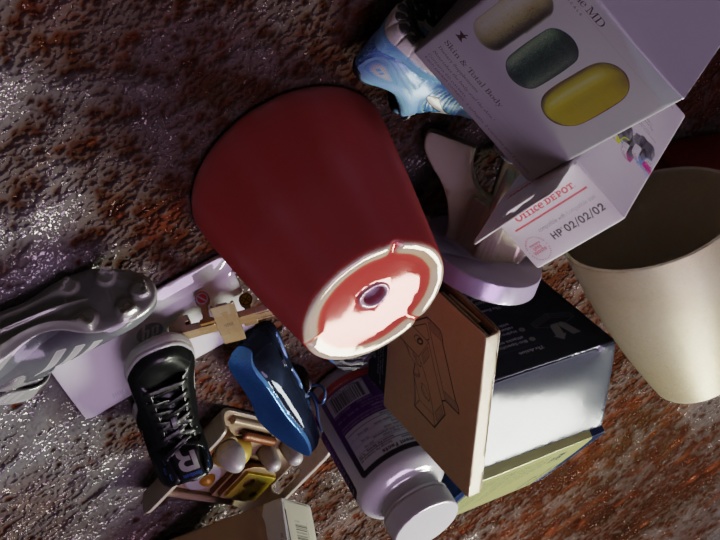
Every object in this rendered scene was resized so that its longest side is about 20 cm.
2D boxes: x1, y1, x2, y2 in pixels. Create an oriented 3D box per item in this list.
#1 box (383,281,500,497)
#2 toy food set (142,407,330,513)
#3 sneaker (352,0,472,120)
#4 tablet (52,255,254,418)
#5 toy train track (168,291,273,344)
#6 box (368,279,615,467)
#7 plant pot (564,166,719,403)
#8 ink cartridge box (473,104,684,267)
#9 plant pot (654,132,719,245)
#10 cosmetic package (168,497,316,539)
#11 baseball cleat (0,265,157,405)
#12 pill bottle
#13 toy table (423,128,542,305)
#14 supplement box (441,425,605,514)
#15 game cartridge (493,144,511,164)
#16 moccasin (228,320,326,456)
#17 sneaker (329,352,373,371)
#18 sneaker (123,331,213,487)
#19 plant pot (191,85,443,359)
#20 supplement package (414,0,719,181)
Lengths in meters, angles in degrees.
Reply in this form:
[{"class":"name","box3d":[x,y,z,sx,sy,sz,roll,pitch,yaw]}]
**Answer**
[{"class":"box","box3d":[0.076,0.098,1.286,0.021,0.163,0.202,-17,129,-26]},{"class":"toy food set","box3d":[-0.139,0.237,1.497,0.144,0.061,0.199,-46,144,17]},{"class":"sneaker","box3d":[0.066,-0.176,1.177,0.089,0.079,0.199,-31,148,30]},{"class":"tablet","box3d":[-0.203,0.068,1.279,0.198,0.014,0.131,-30,146,-8]},{"class":"toy train track","box3d":[-0.091,0.027,1.265,0.197,0.033,0.115,-14,161,-4]},{"class":"box","box3d":[0.137,0.097,1.416,0.194,0.200,0.119,-14,125,-25]},{"class":"plant pot","box3d":[0.321,0.029,1.332,0.185,0.187,0.202,-28,118,-9]},{"class":"ink cartridge box","box3d":[0.191,-0.080,1.132,0.115,0.068,0.200,-35,-167,50]},{"class":"plant pot","box3d":[0.403,-0.046,1.508,0.198,0.177,0.201,-13,141,-29]},{"class":"cosmetic package","box3d":[-0.149,0.351,1.534,0.198,0.107,0.071,-25,152,21]},{"class":"baseball cleat","box3d":[-0.276,0.060,1.172,0.197,0.070,0.107,-16,150,-9]},{"class":"pill bottle","box3d":[0.028,0.210,1.480,0.110,0.201,0.112,-22,145,-16]},{"class":"toy table","box3d":[0.133,-0.056,1.280,0.181,0.200,0.119,17,110,-10]},{"class":"supplement box","box3d":[0.153,0.199,1.587,0.197,0.136,0.200,-17,161,-24]},{"class":"game cartridge","box3d":[0.211,-0.192,1.242,0.201,0.038,0.129,-51,171,23]},{"class":"moccasin","box3d":[-0.076,0.130,1.400,0.069,0.080,0.201,-57,152,-26]},{"class":"sneaker","box3d":[0.000,0.000,1.338,0.065,0.078,0.203,10,109,-30]},{"class":"sneaker","box3d":[-0.178,0.146,1.273,0.072,0.113,0.201,-21,157,-16]},{"class":"plant pot","box3d":[-0.027,-0.033,1.157,0.198,0.178,0.202,-22,144,-17]},{"class":"supplement package","box3d":[0.178,-0.201,1.037,0.151,0.152,0.199,-50,-168,-29]}]
